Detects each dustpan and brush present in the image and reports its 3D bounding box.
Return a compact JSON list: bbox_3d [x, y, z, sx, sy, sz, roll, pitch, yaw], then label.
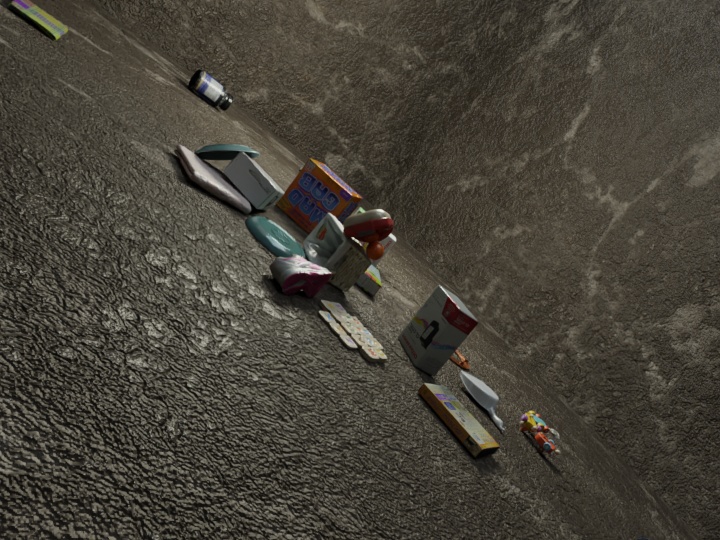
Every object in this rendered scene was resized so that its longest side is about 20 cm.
[{"bbox_3d":[0.375,0.391,1.602,0.139,0.058,0.200,31,8,-36],"label":"dustpan and brush"}]

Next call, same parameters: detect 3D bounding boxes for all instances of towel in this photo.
[{"bbox_3d":[-0.944,-0.740,1.592,0.143,0.023,0.200,35,13,-34],"label":"towel"},{"bbox_3d":[-0.403,-0.248,1.475,0.199,0.032,0.191,31,13,-46],"label":"towel"}]

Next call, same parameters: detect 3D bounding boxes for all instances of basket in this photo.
[{"bbox_3d":[-0.068,-0.052,1.582,0.123,0.136,0.200,36,13,-33],"label":"basket"}]

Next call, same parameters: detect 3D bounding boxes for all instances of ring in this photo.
[{"bbox_3d":[0.314,0.274,1.917,0.200,0.019,0.201,40,11,-9],"label":"ring"}]

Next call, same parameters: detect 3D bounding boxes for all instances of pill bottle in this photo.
[{"bbox_3d":[-0.723,-0.870,2.628,0.199,0.112,0.112,32,14,-40],"label":"pill bottle"}]

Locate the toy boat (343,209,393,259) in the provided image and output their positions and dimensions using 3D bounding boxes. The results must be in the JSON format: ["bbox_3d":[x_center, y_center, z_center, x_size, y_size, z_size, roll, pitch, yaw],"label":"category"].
[{"bbox_3d":[0.032,-0.095,1.524,0.200,0.129,0.133,-12,89,-79],"label":"toy boat"}]

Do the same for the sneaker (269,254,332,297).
[{"bbox_3d":[-0.137,0.004,1.262,0.088,0.081,0.200,46,11,22],"label":"sneaker"}]

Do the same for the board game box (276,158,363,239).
[{"bbox_3d":[-0.140,-0.247,1.927,0.199,0.201,0.200,41,11,5],"label":"board game box"}]

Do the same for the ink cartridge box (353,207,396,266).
[{"bbox_3d":[0.028,-0.134,2.206,0.199,0.145,0.084,39,11,-9],"label":"ink cartridge box"}]

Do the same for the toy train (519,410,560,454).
[{"bbox_3d":[0.567,0.523,1.722,0.150,0.056,0.199,46,15,21],"label":"toy train"}]

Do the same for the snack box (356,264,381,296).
[{"bbox_3d":[0.000,0.000,1.826,0.142,0.053,0.200,40,10,-10],"label":"snack box"}]

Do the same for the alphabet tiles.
[{"bbox_3d":[-0.018,0.144,1.297,0.200,0.015,0.195,46,12,26],"label":"alphabet tiles"}]

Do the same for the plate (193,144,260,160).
[{"bbox_3d":[-0.393,-0.346,1.581,0.197,0.026,0.200,-2,4,0],"label":"plate"}]

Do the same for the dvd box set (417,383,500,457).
[{"bbox_3d":[0.235,0.354,1.289,0.200,0.029,0.146,47,12,30],"label":"dvd box set"}]

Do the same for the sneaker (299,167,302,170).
[{"bbox_3d":[-0.281,-0.577,3.043,0.075,0.092,0.200,39,11,-3],"label":"sneaker"}]

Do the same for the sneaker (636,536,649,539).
[{"bbox_3d":[0.837,0.808,1.463,0.200,0.070,0.078,44,18,20],"label":"sneaker"}]

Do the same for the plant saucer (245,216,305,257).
[{"bbox_3d":[-0.222,-0.085,1.467,0.199,0.027,0.200,39,12,-10],"label":"plant saucer"}]

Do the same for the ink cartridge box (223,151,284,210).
[{"bbox_3d":[-0.310,-0.258,1.595,0.145,0.083,0.200,47,3,-4],"label":"ink cartridge box"}]

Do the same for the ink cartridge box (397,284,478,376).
[{"bbox_3d":[0.211,0.167,1.505,0.082,0.201,0.146,30,14,-29],"label":"ink cartridge box"}]
